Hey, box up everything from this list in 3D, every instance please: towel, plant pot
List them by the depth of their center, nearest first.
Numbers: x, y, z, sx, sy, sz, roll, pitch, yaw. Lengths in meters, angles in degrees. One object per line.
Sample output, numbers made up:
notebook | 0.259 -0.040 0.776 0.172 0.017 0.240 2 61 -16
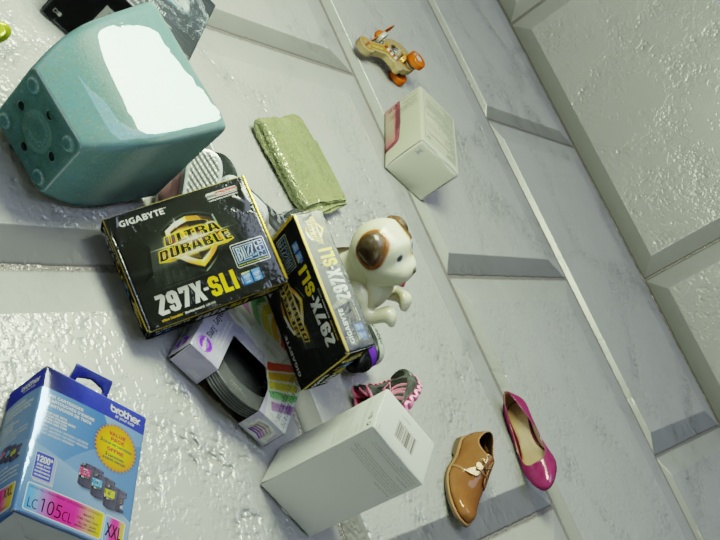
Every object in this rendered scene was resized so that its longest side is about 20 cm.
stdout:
plant pot | -0.334 -0.196 1.247 0.200 0.195 0.197 -30 87 -51
towel | -0.107 -0.187 1.742 0.201 0.036 0.148 61 29 4

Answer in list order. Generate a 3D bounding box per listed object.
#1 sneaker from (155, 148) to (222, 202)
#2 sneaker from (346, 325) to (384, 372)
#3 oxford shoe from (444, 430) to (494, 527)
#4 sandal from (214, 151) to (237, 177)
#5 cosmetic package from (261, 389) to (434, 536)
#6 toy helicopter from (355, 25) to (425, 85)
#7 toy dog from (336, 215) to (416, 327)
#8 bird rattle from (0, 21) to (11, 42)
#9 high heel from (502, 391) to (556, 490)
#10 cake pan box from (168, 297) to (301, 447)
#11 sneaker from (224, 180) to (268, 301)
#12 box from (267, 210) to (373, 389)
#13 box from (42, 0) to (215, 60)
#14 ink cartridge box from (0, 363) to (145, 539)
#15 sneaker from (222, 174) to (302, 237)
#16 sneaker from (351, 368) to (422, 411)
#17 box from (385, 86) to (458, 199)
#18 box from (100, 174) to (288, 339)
sneaker | -0.251 -0.066 1.368 0.075 0.104 0.202 21 73 -27
sneaker | -0.038 0.075 1.556 0.201 0.069 0.099 57 31 1
oxford shoe | 0.189 0.341 1.649 0.071 0.071 0.201 47 32 -21
sandal | -0.248 -0.162 1.484 0.076 0.048 0.200 61 28 7
cosmetic package | -0.018 0.253 1.276 0.108 0.199 0.085 51 31 -15
toy helicopter | 0.054 -0.515 2.276 0.199 0.079 0.133 1 60 -53
toy dog | 0.000 0.000 1.441 0.139 0.200 0.195 -21 78 -53
bird rattle | -0.524 -0.311 1.192 0.200 0.113 0.163 36 21 -11
high heel | 0.311 0.322 1.857 0.096 0.067 0.200 50 13 -33
cake pan box | -0.158 0.116 1.350 0.184 0.052 0.200 46 30 -16
sneaker | -0.175 -0.034 1.439 0.201 0.081 0.076 57 27 -3
box | -0.067 0.042 1.328 0.049 0.160 0.201 -13 74 -33
box | -0.346 -0.402 1.499 0.197 0.117 0.201 43 31 -25
ink cartridge box | -0.304 0.196 1.021 0.136 0.076 0.201 36 34 -34
sneaker | -0.148 -0.078 1.535 0.200 0.075 0.114 54 27 -19
sneaker | 0.032 0.202 1.549 0.095 0.079 0.200 42 29 -4
box | 0.130 -0.276 2.123 0.128 0.109 0.201 39 34 -30
box | -0.215 -0.020 1.279 0.199 0.049 0.161 -20 82 -23
